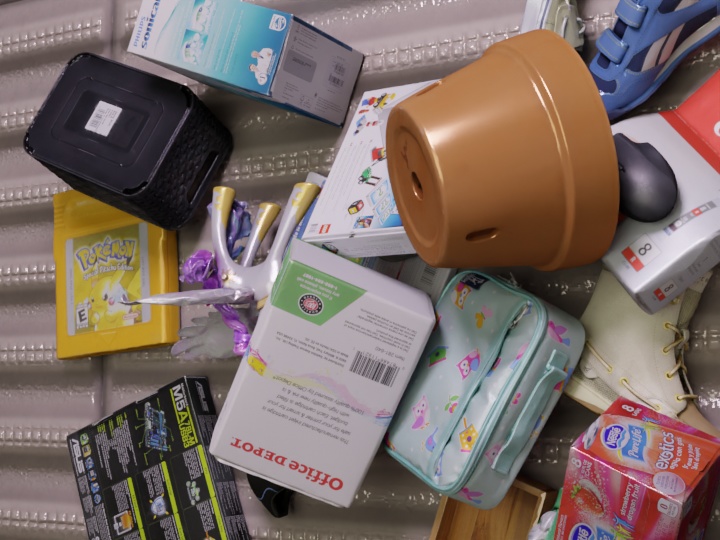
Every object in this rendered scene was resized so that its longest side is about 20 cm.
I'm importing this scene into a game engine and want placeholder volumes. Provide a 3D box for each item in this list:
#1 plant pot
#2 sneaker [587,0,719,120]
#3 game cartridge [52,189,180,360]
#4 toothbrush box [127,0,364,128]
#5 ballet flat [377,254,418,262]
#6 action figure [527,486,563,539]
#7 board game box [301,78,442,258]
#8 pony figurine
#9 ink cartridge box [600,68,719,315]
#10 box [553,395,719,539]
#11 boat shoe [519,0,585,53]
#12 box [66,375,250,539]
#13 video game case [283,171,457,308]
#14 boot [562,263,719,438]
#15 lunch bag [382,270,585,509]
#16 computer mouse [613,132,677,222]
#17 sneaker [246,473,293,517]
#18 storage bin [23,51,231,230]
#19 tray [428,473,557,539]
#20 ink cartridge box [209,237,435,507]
[{"bbox_3d":[0.107,-0.085,0.964,0.138,0.200,0.203,-16,73,-13],"label":"plant pot"},{"bbox_3d":[0.249,-0.213,1.018,0.200,0.082,0.074,-44,29,14],"label":"sneaker"},{"bbox_3d":[-0.289,-0.005,1.348,0.174,0.032,0.204,-10,80,29],"label":"game cartridge"},{"bbox_3d":[-0.120,-0.228,1.209,0.198,0.146,0.087,20,94,31],"label":"toothbrush box"},{"bbox_3d":[0.092,-0.054,1.098,0.197,0.064,0.068,-16,67,20],"label":"ballet flat"},{"bbox_3d":[0.142,0.275,1.001,0.054,0.118,0.201,24,71,34],"label":"action figure"},{"bbox_3d":[0.031,-0.100,1.108,0.125,0.035,0.202,-4,50,34],"label":"board game box"},{"bbox_3d":[-0.125,0.017,1.177,0.190,0.167,0.203,0,69,23],"label":"pony figurine"},{"bbox_3d":[0.274,-0.083,0.975,0.200,0.050,0.163,-43,44,13],"label":"ink cartridge box"},{"bbox_3d":[0.220,0.220,0.944,0.099,0.095,0.203,23,126,30],"label":"box"},{"bbox_3d":[0.180,-0.218,1.088,0.061,0.072,0.203,13,95,6],"label":"boat shoe"},{"bbox_3d":[-0.227,0.244,1.278,0.191,0.047,0.203,-27,71,23],"label":"box"},{"bbox_3d":[0.000,0.000,1.187,0.198,0.018,0.145,26,98,29],"label":"video game case"},{"bbox_3d":[0.270,0.072,0.992,0.199,0.072,0.156,30,98,33],"label":"boot"},{"bbox_3d":[0.108,0.101,1.037,0.202,0.076,0.160,-63,28,2],"label":"lunch bag"},{"bbox_3d":[0.197,-0.112,0.983,0.059,0.034,0.200,-48,52,11],"label":"computer mouse"},{"bbox_3d":[-0.038,0.171,1.166,0.200,0.070,0.078,-42,71,26],"label":"sneaker"},{"bbox_3d":[-0.262,-0.146,1.292,0.198,0.094,0.137,22,78,29],"label":"storage bin"},{"bbox_3d":[0.108,0.285,1.083,0.098,0.037,0.203,19,93,31],"label":"tray"},{"bbox_3d":[-0.037,0.095,1.065,0.143,0.084,0.202,22,104,-8],"label":"ink cartridge box"}]
